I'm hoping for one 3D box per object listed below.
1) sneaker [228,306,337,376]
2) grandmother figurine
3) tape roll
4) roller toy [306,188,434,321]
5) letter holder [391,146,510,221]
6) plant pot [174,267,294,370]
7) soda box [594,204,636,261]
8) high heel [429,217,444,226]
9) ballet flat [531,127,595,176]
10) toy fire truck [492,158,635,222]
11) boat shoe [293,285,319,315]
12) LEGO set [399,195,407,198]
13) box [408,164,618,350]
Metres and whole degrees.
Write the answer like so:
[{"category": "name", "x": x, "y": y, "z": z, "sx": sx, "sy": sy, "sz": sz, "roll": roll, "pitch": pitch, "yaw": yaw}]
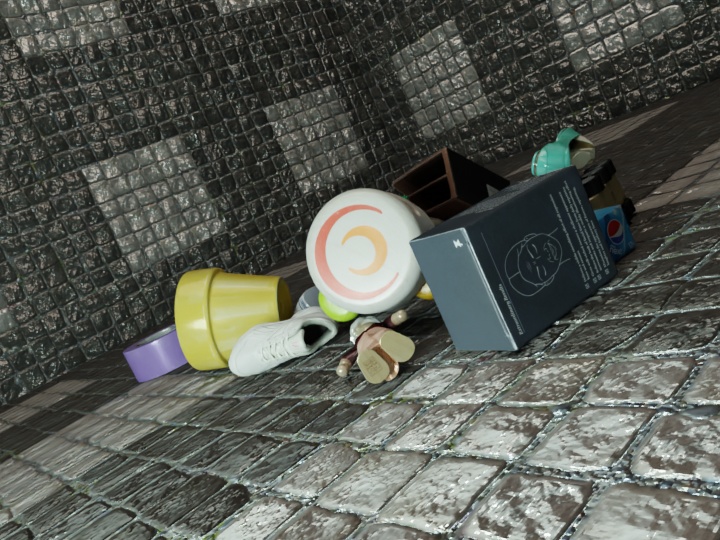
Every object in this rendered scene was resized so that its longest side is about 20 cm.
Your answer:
[{"category": "sneaker", "x": -0.129, "y": 0.121, "z": 1.094, "sx": 0.200, "sy": 0.078, "sz": 0.099, "roll": -28, "pitch": 12, "yaw": -15}, {"category": "grandmother figurine", "x": 0.017, "y": 0.100, "z": 0.864, "sx": 0.121, "sy": 0.061, "sz": 0.200, "roll": -31, "pitch": 5, "yaw": -1}, {"category": "tape roll", "x": -0.485, "y": 0.195, "z": 1.625, "sx": 0.200, "sy": 0.085, "sz": 0.200, "roll": -25, "pitch": 8, "yaw": 4}, {"category": "roller toy", "x": 0.025, "y": -0.029, "z": 0.976, "sx": 0.200, "sy": 0.183, "sz": 0.140, "roll": -16, "pitch": -5, "yaw": 20}, {"category": "letter holder", "x": 0.169, "y": -0.118, "z": 1.169, "sx": 0.142, "sy": 0.101, "sz": 0.200, "roll": -27, "pitch": -29, "yaw": 37}, {"category": "plant pot", "x": -0.237, "y": 0.086, "z": 1.271, "sx": 0.189, "sy": 0.201, "sz": 0.201, "roll": -9, "pitch": 10, "yaw": 7}, {"category": "soda box", "x": 0.283, "y": -0.036, "z": 0.928, "sx": 0.068, "sy": 0.064, "sz": 0.200, "roll": -29, "pitch": 9, "yaw": -31}, {"category": "high heel", "x": 0.091, "y": -0.049, "z": 1.141, "sx": 0.142, "sy": 0.071, "sz": 0.200, "roll": 10, "pitch": -16, "yaw": 27}, {"category": "ballet flat", "x": 0.336, "y": -0.183, "z": 1.033, "sx": 0.070, "sy": 0.067, "sz": 0.200, "roll": 14, "pitch": 28, "yaw": 27}, {"category": "toy fire truck", "x": 0.313, "y": -0.097, "z": 1.043, "sx": 0.200, "sy": 0.129, "sz": 0.176, "roll": -26, "pitch": 6, "yaw": 35}, {"category": "boat shoe", "x": -0.064, "y": 0.056, "z": 1.332, "sx": 0.200, "sy": 0.074, "sz": 0.065, "roll": -15, "pitch": -28, "yaw": -49}, {"category": "LEGO set", "x": 0.124, "y": -0.103, "z": 1.426, "sx": 0.200, "sy": 0.154, "sz": 0.116, "roll": -16, "pitch": 5, "yaw": -23}, {"category": "box", "x": 0.185, "y": -0.015, "z": 0.770, "sx": 0.200, "sy": 0.149, "sz": 0.107, "roll": -28, "pitch": 8, "yaw": -30}]
